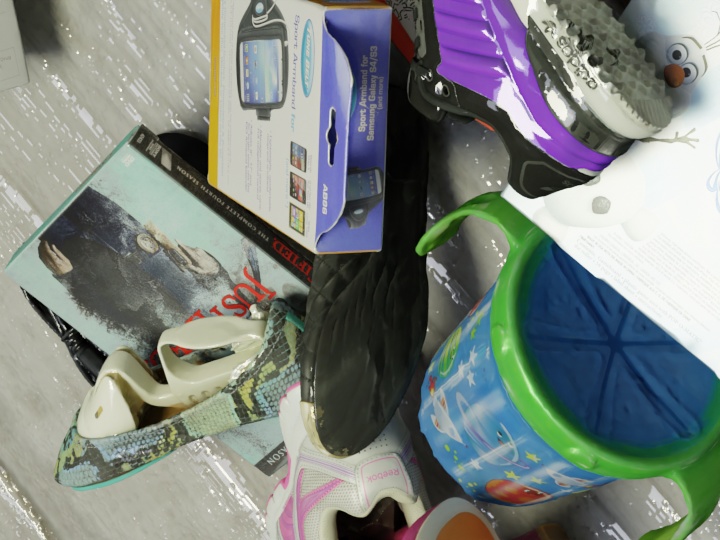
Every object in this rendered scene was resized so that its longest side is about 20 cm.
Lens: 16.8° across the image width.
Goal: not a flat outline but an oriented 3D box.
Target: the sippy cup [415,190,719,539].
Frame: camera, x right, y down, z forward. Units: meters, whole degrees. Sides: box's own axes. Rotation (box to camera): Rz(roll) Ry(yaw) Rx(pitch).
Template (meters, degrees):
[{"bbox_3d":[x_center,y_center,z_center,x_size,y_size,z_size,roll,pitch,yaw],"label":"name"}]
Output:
[{"bbox_3d":[0.099,0.056,1.222,0.130,0.139,0.179,-38,50,53],"label":"sippy cup"}]

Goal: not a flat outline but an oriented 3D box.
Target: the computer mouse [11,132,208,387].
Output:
[{"bbox_3d":[-0.137,0.000,1.426,0.139,0.053,0.200,50,133,9],"label":"computer mouse"}]

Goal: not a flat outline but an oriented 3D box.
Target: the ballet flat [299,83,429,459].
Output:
[{"bbox_3d":[0.000,0.000,1.268,0.057,0.066,0.201,-13,66,55],"label":"ballet flat"}]

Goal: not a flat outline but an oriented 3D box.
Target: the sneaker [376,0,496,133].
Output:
[{"bbox_3d":[0.054,-0.154,1.186,0.201,0.067,0.108,43,134,17],"label":"sneaker"}]

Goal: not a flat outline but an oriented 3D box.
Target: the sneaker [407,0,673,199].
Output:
[{"bbox_3d":[0.050,-0.119,1.116,0.099,0.069,0.201,-41,71,31],"label":"sneaker"}]

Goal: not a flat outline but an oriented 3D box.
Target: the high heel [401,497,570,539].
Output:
[{"bbox_3d":[0.041,0.165,1.263,0.096,0.200,0.068,-31,79,18],"label":"high heel"}]

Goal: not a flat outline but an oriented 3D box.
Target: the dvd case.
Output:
[{"bbox_3d":[-0.086,0.021,1.369,0.200,0.022,0.146,38,133,-13],"label":"dvd case"}]

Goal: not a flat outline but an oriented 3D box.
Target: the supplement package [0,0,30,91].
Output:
[{"bbox_3d":[-0.280,-0.193,1.380,0.117,0.116,0.201,22,127,56],"label":"supplement package"}]

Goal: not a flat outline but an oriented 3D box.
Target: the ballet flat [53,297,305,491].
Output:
[{"bbox_3d":[-0.104,0.063,1.352,0.199,0.074,0.075,-23,97,25],"label":"ballet flat"}]

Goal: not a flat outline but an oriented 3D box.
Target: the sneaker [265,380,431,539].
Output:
[{"bbox_3d":[-0.005,0.140,1.329,0.201,0.081,0.089,87,165,-54],"label":"sneaker"}]

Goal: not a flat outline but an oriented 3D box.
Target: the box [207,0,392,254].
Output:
[{"bbox_3d":[-0.029,-0.083,1.215,0.200,0.041,0.120,-149,58,-63],"label":"box"}]

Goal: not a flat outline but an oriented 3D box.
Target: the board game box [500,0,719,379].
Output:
[{"bbox_3d":[0.196,-0.053,1.105,0.200,0.043,0.200,40,115,16],"label":"board game box"}]
